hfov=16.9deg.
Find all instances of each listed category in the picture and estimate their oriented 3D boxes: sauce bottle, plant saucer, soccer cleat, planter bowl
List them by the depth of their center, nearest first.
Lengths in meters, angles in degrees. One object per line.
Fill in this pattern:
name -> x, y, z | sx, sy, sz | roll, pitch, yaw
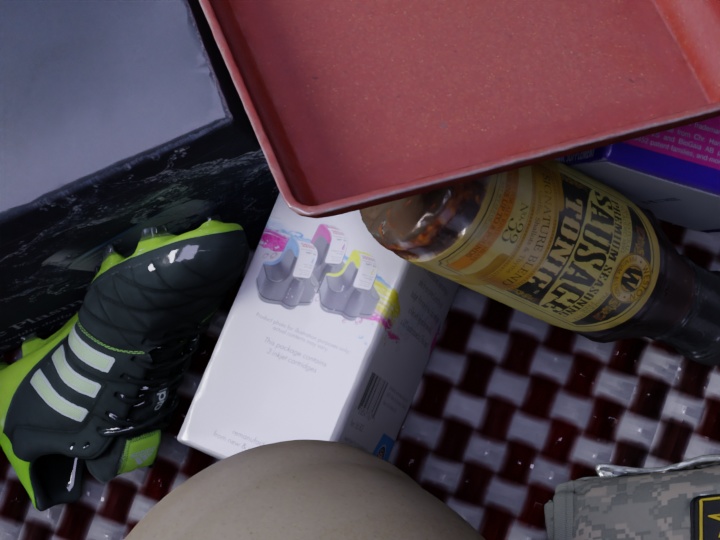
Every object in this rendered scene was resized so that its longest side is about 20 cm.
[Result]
planter bowl -> 0.001, 0.180, 0.932 | 0.135, 0.200, 0.201 | 21, 83, 50
plant saucer -> 0.033, -0.111, 0.952 | 0.199, 0.037, 0.200 | -14, 57, -15
sauce bottle -> 0.089, -0.009, 1.009 | 0.066, 0.200, 0.066 | -24, 56, 42
soccer cleat -> -0.100, 0.042, 1.056 | 0.200, 0.067, 0.081 | -39, 70, 47

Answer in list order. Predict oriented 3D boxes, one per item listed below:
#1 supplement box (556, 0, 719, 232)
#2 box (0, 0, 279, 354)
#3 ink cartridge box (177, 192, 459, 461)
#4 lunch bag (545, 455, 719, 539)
supplement box -> 0.150, -0.127, 1.040 | 0.103, 0.101, 0.201 | 16, 84, -16
box -> -0.138, -0.056, 1.053 | 0.196, 0.200, 0.118 | -23, 77, 7
ink cartridge box -> 0.000, 0.000, 1.059 | 0.068, 0.115, 0.201 | 21, 84, 14
lunch bag -> 0.165, 0.169, 0.991 | 0.163, 0.118, 0.201 | -8, 72, 12
